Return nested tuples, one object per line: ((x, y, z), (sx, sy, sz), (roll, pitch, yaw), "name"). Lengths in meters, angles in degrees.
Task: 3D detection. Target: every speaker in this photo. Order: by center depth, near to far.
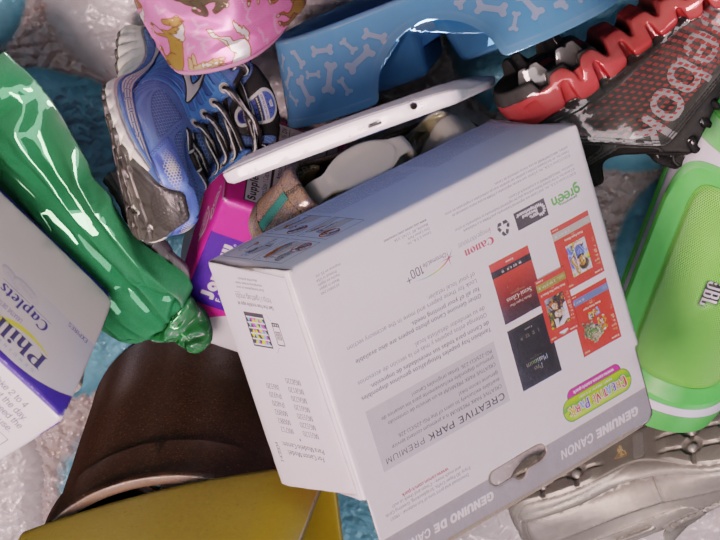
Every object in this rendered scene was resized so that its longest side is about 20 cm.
((0.203, -0.007, 1.721), (0.088, 0.089, 0.201), (14, 121, -7), "speaker")

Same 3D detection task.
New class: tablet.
((0.003, -0.079, 1.580), (0.129, 0.200, 0.014), (-19, 93, 9), "tablet")

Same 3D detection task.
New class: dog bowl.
((0.043, -0.137, 1.634), (0.199, 0.112, 0.050), (-19, 100, 14), "dog bowl")

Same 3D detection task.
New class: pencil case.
((-0.104, -0.196, 1.547), (0.083, 0.086, 0.201), (-44, 123, -24), "pencil case")

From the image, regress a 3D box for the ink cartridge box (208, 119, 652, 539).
((0.042, 0.038, 1.582), (0.199, 0.084, 0.177), (-26, 108, -30), "ink cartridge box")

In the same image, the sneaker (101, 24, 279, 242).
((-0.091, -0.084, 1.615), (0.088, 0.200, 0.079), (-8, 120, 4), "sneaker")

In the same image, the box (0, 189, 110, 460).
((-0.271, 0.029, 1.629), (0.200, 0.105, 0.184), (-32, 113, 36), "box")

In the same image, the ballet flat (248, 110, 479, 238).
((0.027, -0.052, 1.650), (0.068, 0.199, 0.067), (48, 138, 22), "ballet flat")

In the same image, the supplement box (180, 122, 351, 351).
((0.000, 0.000, 1.722), (0.199, 0.104, 0.102), (19, 123, -8), "supplement box")

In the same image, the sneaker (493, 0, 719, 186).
((0.177, -0.114, 1.642), (0.200, 0.071, 0.098), (-31, 104, 0), "sneaker")

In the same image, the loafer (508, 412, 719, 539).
((0.188, 0.129, 1.820), (0.199, 0.070, 0.070), (-16, 126, 20), "loafer")

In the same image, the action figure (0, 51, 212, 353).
((-0.158, -0.023, 1.650), (0.200, 0.055, 0.118), (44, 126, -12), "action figure")

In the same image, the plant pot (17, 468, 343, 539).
((-0.111, 0.234, 1.597), (0.175, 0.200, 0.201), (3, 123, 14), "plant pot")

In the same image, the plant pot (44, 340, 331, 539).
((-0.095, 0.144, 1.758), (0.199, 0.199, 0.201), (1, 123, 2), "plant pot")

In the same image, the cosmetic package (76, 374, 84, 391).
((-0.255, -0.002, 1.737), (0.103, 0.087, 0.200), (-27, 116, 17), "cosmetic package")
